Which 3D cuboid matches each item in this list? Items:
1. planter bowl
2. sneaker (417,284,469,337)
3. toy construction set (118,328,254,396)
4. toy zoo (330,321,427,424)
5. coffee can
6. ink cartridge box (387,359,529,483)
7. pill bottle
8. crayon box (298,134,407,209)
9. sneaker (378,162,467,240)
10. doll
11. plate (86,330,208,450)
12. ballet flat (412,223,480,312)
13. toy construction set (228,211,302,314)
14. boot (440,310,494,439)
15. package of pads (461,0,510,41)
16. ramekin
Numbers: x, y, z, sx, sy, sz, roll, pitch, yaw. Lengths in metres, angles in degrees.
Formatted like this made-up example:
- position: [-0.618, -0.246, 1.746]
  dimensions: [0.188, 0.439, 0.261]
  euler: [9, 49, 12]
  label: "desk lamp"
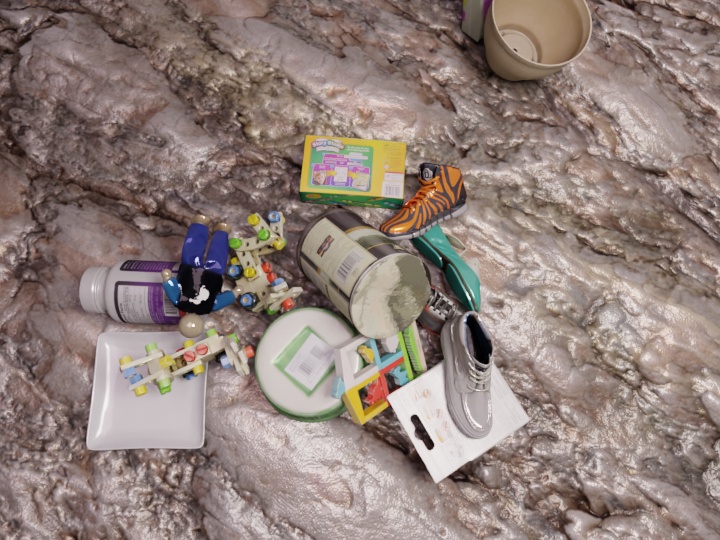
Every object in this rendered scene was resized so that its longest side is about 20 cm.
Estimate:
- position: [0.330, -0.464, 1.031]
  dimensions: [0.200, 0.135, 0.201]
  euler: [1, 81, -9]
  label: "planter bowl"
- position: [0.128, 0.065, 0.924]
  dimensions: [0.200, 0.082, 0.077]
  euler: [25, 76, 5]
  label: "sneaker"
- position: [-0.271, 0.142, 0.843]
  dimensions: [0.200, 0.131, 0.092]
  euler: [-10, 75, -5]
  label: "toy construction set"
- position: [0.029, 0.160, 0.853]
  dimensions: [0.200, 0.020, 0.131]
  euler: [-25, 105, -38]
  label: "toy zoo"
- position: [0.000, 0.000, 0.861]
  dimensions: [0.146, 0.146, 0.200]
  euler: [-38, 41, -10]
  label: "coffee can"
- position: [0.162, 0.235, 0.883]
  dimensions: [0.200, 0.050, 0.161]
  euler: [-27, 78, -16]
  label: "ink cartridge box"
- position: [-0.374, 0.038, 0.912]
  dimensions: [0.200, 0.111, 0.112]
  euler: [3, 75, 0]
  label: "pill bottle"
- position: [-0.013, -0.190, 1.002]
  dimensions: [0.200, 0.058, 0.119]
  euler: [4, 75, 1]
  label: "crayon box"
- position: [0.108, -0.134, 0.944]
  dimensions: [0.200, 0.078, 0.112]
  euler: [-28, 121, -28]
  label: "sneaker"
- position: [-0.256, 0.013, 0.849]
  dimensions: [0.136, 0.048, 0.200]
  euler: [21, 62, -30]
  label: "doll"
- position: [-0.365, 0.207, 0.908]
  dimensions: [0.200, 0.032, 0.200]
  euler: [-1, 76, -1]
  label: "plate"
- position: [0.173, -0.015, 0.936]
  dimensions: [0.070, 0.067, 0.200]
  euler: [-29, 59, -11]
  label: "ballet flat"
- position: [-0.167, -0.002, 0.921]
  dimensions: [0.131, 0.092, 0.200]
  euler: [-32, 57, 10]
  label: "toy construction set"
- position: [0.179, 0.166, 0.834]
  dimensions: [0.073, 0.096, 0.200]
  euler: [-8, 72, -13]
  label: "boot"
- position: [0.282, -0.587, 1.036]
  dimensions: [0.154, 0.200, 0.068]
  euler: [-35, 63, -9]
  label: "package of pads"
- position: [-0.085, 0.158, 0.889]
  dimensions: [0.200, 0.098, 0.200]
  euler: [0, 75, -1]
  label: "ramekin"
